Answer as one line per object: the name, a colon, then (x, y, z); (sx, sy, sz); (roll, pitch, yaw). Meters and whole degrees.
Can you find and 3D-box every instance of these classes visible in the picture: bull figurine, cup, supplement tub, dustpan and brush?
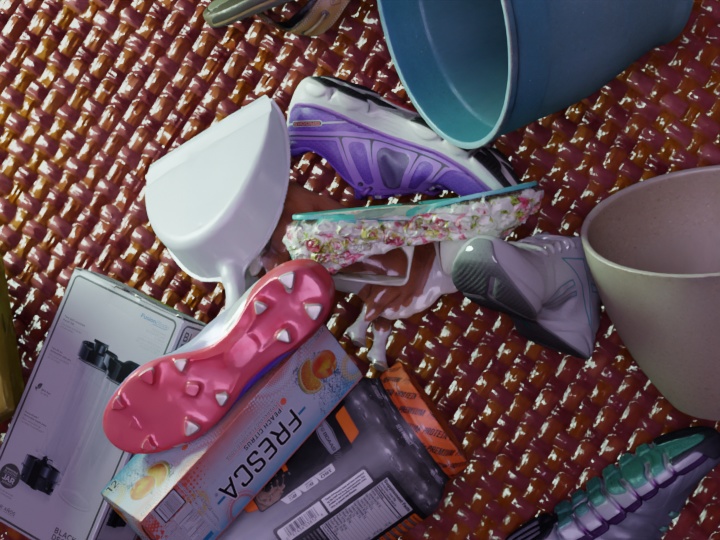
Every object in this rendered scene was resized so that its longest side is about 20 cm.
bull figurine: (0.000, 0.000, 1.423); (0.198, 0.065, 0.122); (21, 70, 11)
cup: (0.270, 0.025, 1.352); (0.198, 0.201, 0.144); (-8, 113, 5)
supplement tub: (-0.023, 0.165, 1.394); (0.199, 0.123, 0.123); (-35, 84, 2)
dustpan and brush: (-0.105, -0.023, 1.401); (0.139, 0.057, 0.201); (-28, 41, 26)

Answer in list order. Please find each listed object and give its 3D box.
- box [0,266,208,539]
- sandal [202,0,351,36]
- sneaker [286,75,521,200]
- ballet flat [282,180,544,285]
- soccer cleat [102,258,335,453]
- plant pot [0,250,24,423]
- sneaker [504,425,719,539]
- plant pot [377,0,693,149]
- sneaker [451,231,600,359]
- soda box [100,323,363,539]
box: (-0.198, 0.113, 1.388); (0.116, 0.060, 0.202); (22, 90, 29)
sandal: (-0.026, -0.216, 1.447); (0.198, 0.082, 0.055); (-15, 108, -2)
sneaker: (0.034, -0.085, 1.436); (0.199, 0.081, 0.084); (24, 106, 13)
ballet flat: (0.042, -0.023, 1.367); (0.198, 0.076, 0.065); (-8, 93, 7)
soccer cleat: (-0.099, 0.063, 1.317); (0.200, 0.076, 0.067); (-39, 90, 11)
plant pot: (-0.359, 0.057, 1.407); (0.175, 0.200, 0.202); (-10, 86, -5)
sneaker: (0.206, 0.199, 1.404); (0.199, 0.074, 0.088); (-34, 98, 12)
plant pot: (0.137, -0.213, 1.359); (0.187, 0.200, 0.202); (-18, 85, -23)
sneaker: (0.129, 0.002, 1.361); (0.070, 0.200, 0.081); (19, 82, 32)
soda box: (-0.094, 0.120, 1.345); (0.200, 0.068, 0.064); (-47, 125, -15)
